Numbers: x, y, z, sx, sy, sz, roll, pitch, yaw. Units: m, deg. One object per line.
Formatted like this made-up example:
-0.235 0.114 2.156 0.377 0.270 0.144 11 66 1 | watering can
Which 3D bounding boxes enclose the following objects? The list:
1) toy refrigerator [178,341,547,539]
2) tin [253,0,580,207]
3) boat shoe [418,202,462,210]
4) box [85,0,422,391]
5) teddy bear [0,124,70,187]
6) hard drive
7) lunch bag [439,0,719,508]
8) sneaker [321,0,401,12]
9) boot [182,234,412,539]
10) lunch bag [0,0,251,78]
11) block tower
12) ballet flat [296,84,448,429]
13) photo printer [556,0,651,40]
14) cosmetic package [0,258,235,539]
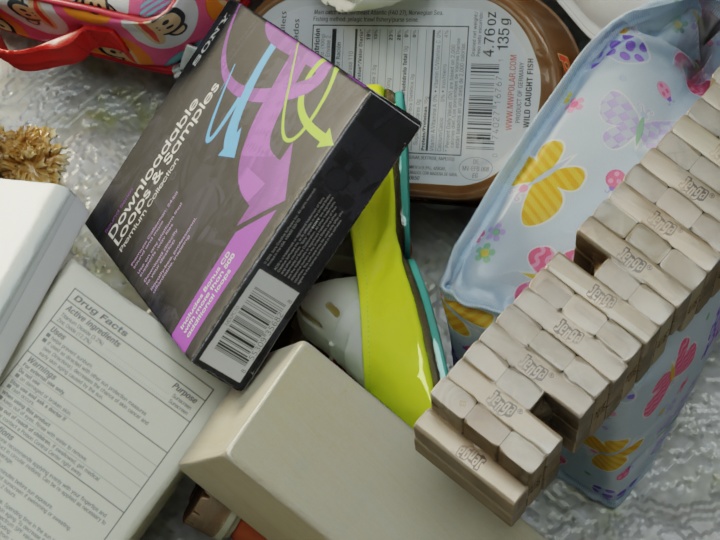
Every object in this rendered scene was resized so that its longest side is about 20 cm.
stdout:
0.023 0.119 0.893 0.200 0.076 0.070 39 70 -11 | toy refrigerator
0.018 -0.092 1.021 0.199 0.042 0.113 5 88 31 | tin
0.022 -0.127 1.074 0.075 0.060 0.201 -20 63 -5 | boat shoe
-0.059 -0.044 0.950 0.143 0.036 0.200 -56 27 4 | box
-0.242 -0.056 1.041 0.200 0.067 0.145 43 111 16 | teddy bear
-0.220 0.043 0.912 0.131 0.026 0.201 6 59 34 | hard drive
0.132 -0.014 0.947 0.127 0.170 0.201 25 68 16 | lunch bag
-0.003 -0.212 1.026 0.076 0.081 0.201 -11 45 2 | sneaker
-0.001 0.062 0.986 0.107 0.075 0.201 26 61 -5 | boot
-0.143 -0.187 1.080 0.199 0.082 0.177 18 77 29 | lunch bag
0.107 0.009 0.819 0.058 0.054 0.200 38 75 15 | block tower
0.000 0.000 0.940 0.066 0.067 0.201 -7 59 -2 | ballet flat
0.142 -0.182 1.045 0.166 0.070 0.200 -5 51 -48 | photo printer
-0.153 0.108 0.918 0.103 0.073 0.200 36 71 3 | cosmetic package
